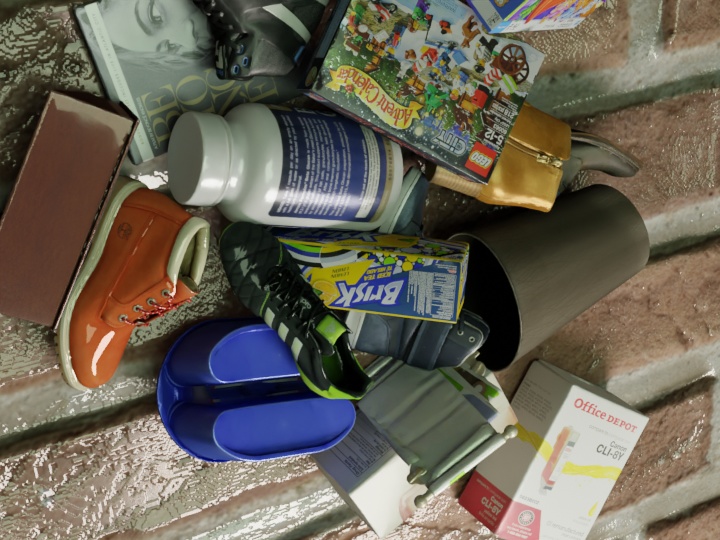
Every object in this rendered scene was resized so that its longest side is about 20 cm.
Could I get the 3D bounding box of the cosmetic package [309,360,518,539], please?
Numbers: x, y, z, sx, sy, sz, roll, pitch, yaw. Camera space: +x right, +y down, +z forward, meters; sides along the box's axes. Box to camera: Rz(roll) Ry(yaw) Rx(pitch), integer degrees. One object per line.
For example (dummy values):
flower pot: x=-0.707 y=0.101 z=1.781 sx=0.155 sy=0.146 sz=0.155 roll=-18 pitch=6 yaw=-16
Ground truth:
cosmetic package: x=0.057 y=0.180 z=1.176 sx=0.200 sy=0.103 sz=0.087 roll=-37 pitch=123 yaw=-11

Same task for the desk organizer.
desk organizer: x=-0.267 y=-0.058 z=0.928 sx=0.077 sy=0.072 sz=0.200 roll=19 pitch=102 yaw=-29

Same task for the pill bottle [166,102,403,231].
pill bottle: x=-0.070 y=-0.096 z=1.000 sx=0.200 sy=0.111 sz=0.111 roll=2 pitch=106 yaw=-33

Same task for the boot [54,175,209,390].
boot: x=-0.203 y=0.027 z=0.971 sx=0.075 sy=0.107 sz=0.200 roll=-10 pitch=121 yaw=-70

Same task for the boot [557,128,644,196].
boot: x=0.210 y=-0.111 z=1.177 sx=0.200 sy=0.075 sz=0.097 roll=17 pitch=97 yaw=-20

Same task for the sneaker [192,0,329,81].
sneaker: x=-0.124 y=-0.226 z=0.937 sx=0.200 sy=0.073 sz=0.112 roll=16 pitch=96 yaw=-33

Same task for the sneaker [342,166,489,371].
sneaker: x=0.074 y=0.006 z=1.106 sx=0.146 sy=0.077 sz=0.202 roll=20 pitch=107 yaw=4

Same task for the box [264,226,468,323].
box: x=0.000 y=0.000 z=1.041 sx=0.200 sy=0.070 sz=0.064 roll=7 pitch=107 yaw=9

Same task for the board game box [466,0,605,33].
board game box: x=0.198 y=-0.282 z=1.007 sx=0.200 sy=0.134 sz=0.045 roll=-21 pitch=75 yaw=-55

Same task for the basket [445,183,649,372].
basket: x=0.202 y=-0.006 z=1.175 sx=0.200 sy=0.136 sz=0.180 roll=-27 pitch=143 yaw=-24

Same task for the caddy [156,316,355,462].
caddy: x=-0.100 y=0.115 z=1.069 sx=0.200 sy=0.105 sz=0.142 roll=-2 pitch=87 yaw=-35

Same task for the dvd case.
dvd case: x=-0.142 y=-0.201 z=0.988 sx=0.200 sy=0.016 sz=0.149 roll=-26 pitch=118 yaw=-19

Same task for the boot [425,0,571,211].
boot: x=0.145 y=-0.164 z=1.091 sx=0.144 sy=0.071 sz=0.201 roll=9 pitch=84 yaw=-18

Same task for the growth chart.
growth chart: x=0.073 y=0.137 z=1.123 sx=0.145 sy=0.200 sz=0.018 roll=-32 pitch=133 yaw=-6

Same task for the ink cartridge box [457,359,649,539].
ink cartridge box: x=0.232 y=0.227 z=1.298 sx=0.145 sy=0.083 sz=0.200 roll=25 pitch=94 yaw=-32

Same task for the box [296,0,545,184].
box: x=0.059 y=-0.181 z=0.989 sx=0.200 sy=0.038 sz=0.137 roll=24 pitch=88 yaw=-26

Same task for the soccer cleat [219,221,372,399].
soccer cleat: x=-0.054 y=0.036 z=0.980 sx=0.068 sy=0.081 sz=0.200 roll=-46 pitch=118 yaw=-26
